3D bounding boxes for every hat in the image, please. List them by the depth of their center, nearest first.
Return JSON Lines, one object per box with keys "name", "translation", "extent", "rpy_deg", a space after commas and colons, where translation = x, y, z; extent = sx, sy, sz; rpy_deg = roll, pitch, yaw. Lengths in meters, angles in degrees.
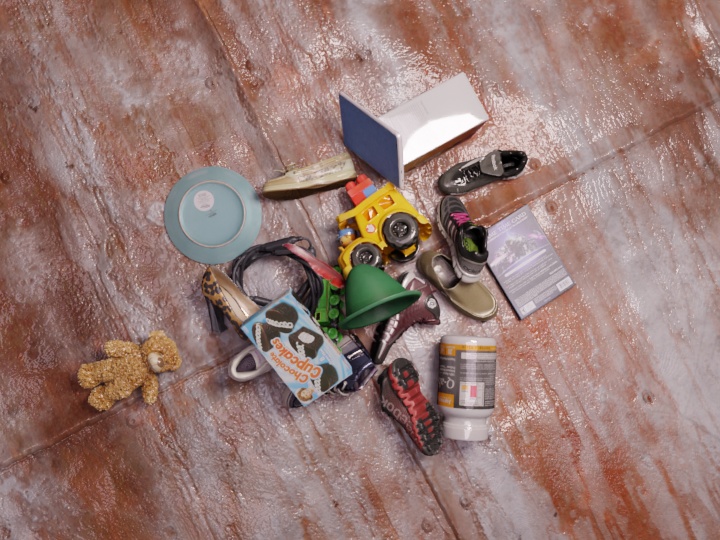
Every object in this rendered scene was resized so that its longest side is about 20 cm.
{"name": "hat", "translation": [0.000, 0.000, 1.321], "extent": [0.165, 0.200, 0.177], "rpy_deg": [-29, 74, 23]}

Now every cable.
{"name": "cable", "translation": [-0.172, 0.024, 1.421], "extent": [0.198, 0.051, 0.165], "rpy_deg": [-15, 94, 8]}

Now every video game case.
{"name": "video game case", "translation": [0.344, -0.018, 1.491], "extent": [0.142, 0.019, 0.201], "rpy_deg": [-31, 89, -6]}

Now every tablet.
{"name": "tablet", "translation": [0.021, -0.255, 1.377], "extent": [0.014, 0.131, 0.200], "rpy_deg": [-29, 50, -21]}

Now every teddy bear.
{"name": "teddy bear", "translation": [-0.453, 0.198, 1.383], "extent": [0.198, 0.067, 0.147], "rpy_deg": [-9, 90, -5]}

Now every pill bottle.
{"name": "pill bottle", "translation": [0.213, 0.232, 1.416], "extent": [0.115, 0.116, 0.202], "rpy_deg": [3, 86, -5]}

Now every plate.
{"name": "plate", "translation": [-0.300, -0.114, 1.435], "extent": [0.198, 0.026, 0.202], "rpy_deg": [0, 88, -5]}

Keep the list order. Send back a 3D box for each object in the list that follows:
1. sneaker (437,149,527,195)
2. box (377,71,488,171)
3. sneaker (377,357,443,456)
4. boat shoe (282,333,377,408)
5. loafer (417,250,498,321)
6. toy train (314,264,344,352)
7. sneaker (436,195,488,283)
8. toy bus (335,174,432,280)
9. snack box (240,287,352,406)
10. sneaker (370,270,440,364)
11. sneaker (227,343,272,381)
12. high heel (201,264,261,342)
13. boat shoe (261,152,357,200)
{"name": "sneaker", "translation": [0.256, -0.210, 1.455], "extent": [0.198, 0.091, 0.067], "rpy_deg": [-15, 82, -6]}
{"name": "box", "translation": [0.133, -0.285, 1.419], "extent": [0.199, 0.152, 0.107], "rpy_deg": [-29, 89, -5]}
{"name": "sneaker", "translation": [0.094, 0.278, 1.414], "extent": [0.071, 0.098, 0.202], "rpy_deg": [-19, 81, -45]}
{"name": "boat shoe", "translation": [-0.058, 0.220, 1.397], "extent": [0.200, 0.075, 0.093], "rpy_deg": [-42, 54, -6]}
{"name": "loafer", "translation": [0.202, 0.034, 1.450], "extent": [0.199, 0.067, 0.076], "rpy_deg": [36, 85, -2]}
{"name": "toy train", "translation": [-0.063, 0.083, 1.412], "extent": [0.056, 0.042, 0.202], "rpy_deg": [-6, 65, 18]}
{"name": "sneaker", "translation": [0.212, -0.079, 1.418], "extent": [0.073, 0.088, 0.201], "rpy_deg": [2, 57, -21]}
{"name": "toy bus", "translation": [0.016, -0.087, 1.417], "extent": [0.199, 0.136, 0.193], "rpy_deg": [-36, 77, -3]}
{"name": "snack box", "translation": [-0.119, 0.146, 1.330], "extent": [0.116, 0.037, 0.201], "rpy_deg": [-35, 105, 7]}
{"name": "sneaker", "translation": [0.103, 0.111, 1.436], "extent": [0.115, 0.076, 0.202], "rpy_deg": [23, 88, -11]}
{"name": "sneaker", "translation": [-0.170, 0.163, 1.394], "extent": [0.199, 0.100, 0.075], "rpy_deg": [-31, 88, -7]}
{"name": "high heel", "translation": [-0.218, 0.061, 1.363], "extent": [0.198, 0.071, 0.144], "rpy_deg": [4, 114, 21]}
{"name": "boat shoe", "translation": [-0.108, -0.190, 1.438], "extent": [0.198, 0.073, 0.063], "rpy_deg": [-13, 82, -17]}
